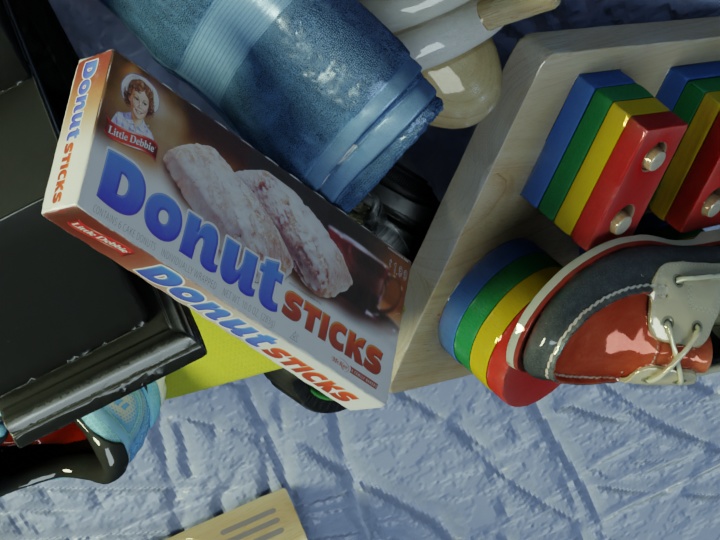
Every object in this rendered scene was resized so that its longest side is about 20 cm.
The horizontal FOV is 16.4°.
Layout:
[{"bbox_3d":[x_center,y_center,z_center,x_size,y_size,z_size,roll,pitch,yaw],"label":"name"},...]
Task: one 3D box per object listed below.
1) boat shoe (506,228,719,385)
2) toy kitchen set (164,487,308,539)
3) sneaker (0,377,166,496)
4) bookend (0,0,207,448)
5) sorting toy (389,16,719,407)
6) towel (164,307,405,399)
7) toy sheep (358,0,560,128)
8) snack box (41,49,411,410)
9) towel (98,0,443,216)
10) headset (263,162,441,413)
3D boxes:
[{"bbox_3d":[0.151,0.025,1.199,0.200,0.063,0.071,-11,136,-46],"label":"boat shoe"},{"bbox_3d":[-0.094,0.211,1.296,0.180,0.200,0.164,-23,131,-3],"label":"toy kitchen set"},{"bbox_3d":[-0.196,0.065,1.198,0.199,0.090,0.079,1,129,4],"label":"sneaker"},{"bbox_3d":[-0.165,-0.070,1.055,0.092,0.199,0.200,-26,130,-1],"label":"bookend"},{"bbox_3d":[0.124,-0.021,1.243,0.200,0.070,0.199,-11,134,-48],"label":"sorting toy"},{"bbox_3d":[-0.074,0.016,1.194,0.200,0.018,0.086,-17,120,43],"label":"towel"},{"bbox_3d":[0.012,-0.156,1.108,0.137,0.138,0.201,-22,103,-5],"label":"toy sheep"},{"bbox_3d":[-0.051,-0.013,1.047,0.024,0.072,0.200,-9,149,39],"label":"snack box"},{"bbox_3d":[-0.058,-0.113,1.067,0.049,0.200,0.112,-45,180,-28],"label":"towel"},{"bbox_3d":[0.000,0.000,1.224,0.124,0.094,0.200,-49,148,-15],"label":"headset"}]
